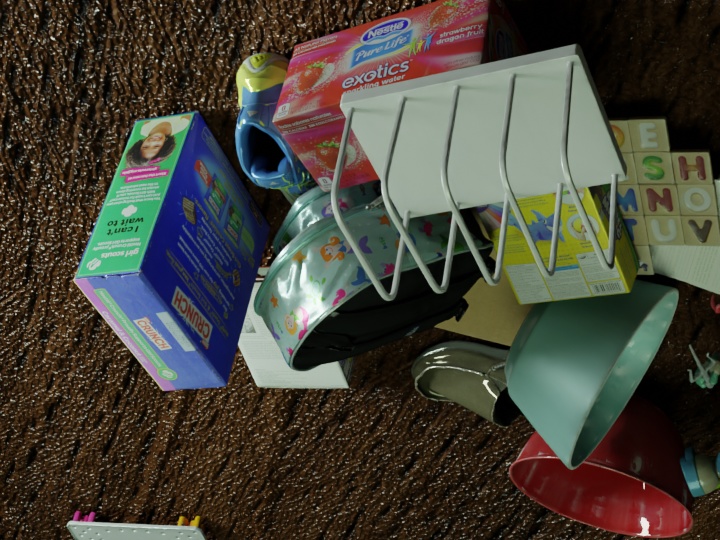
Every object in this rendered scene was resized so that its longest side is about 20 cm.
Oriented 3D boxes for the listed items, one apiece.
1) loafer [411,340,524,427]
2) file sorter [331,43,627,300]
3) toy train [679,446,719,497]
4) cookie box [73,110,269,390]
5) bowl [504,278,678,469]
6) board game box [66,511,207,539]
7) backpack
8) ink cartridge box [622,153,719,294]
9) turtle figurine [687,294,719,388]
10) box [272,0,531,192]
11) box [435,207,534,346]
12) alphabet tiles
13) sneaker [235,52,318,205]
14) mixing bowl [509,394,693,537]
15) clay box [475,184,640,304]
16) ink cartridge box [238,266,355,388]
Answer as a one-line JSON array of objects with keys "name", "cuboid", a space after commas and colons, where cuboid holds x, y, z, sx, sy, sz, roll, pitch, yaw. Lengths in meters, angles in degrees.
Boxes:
[{"name": "loafer", "cuboid": [0.139, 0.123, 1.542, 0.199, 0.070, 0.075, -1, 140, 31]}, {"name": "file sorter", "cuboid": [0.091, -0.067, 1.140, 0.199, 0.125, 0.139, -9, 136, 24]}, {"name": "toy train", "cuboid": [0.405, 0.203, 1.524, 0.115, 0.085, 0.200, -17, 166, 18]}, {"name": "cookie box", "cuboid": [-0.170, -0.017, 1.366, 0.075, 0.201, 0.172, -8, 137, 23]}, {"name": "bowl", "cuboid": [0.213, 0.079, 1.409, 0.105, 0.201, 0.202, 32, 145, 19]}, {"name": "board game box", "cuboid": [-0.285, 0.401, 2.039, 0.198, 0.026, 0.201, 0, 139, 16]}, {"name": "backpack", "cuboid": [0.000, 0.000, 1.325, 0.151, 0.199, 0.178, 54, 147, 14]}, {"name": "ink cartridge box", "cuboid": [0.314, -0.045, 1.324, 0.199, 0.048, 0.146, 20, 142, 14]}, {"name": "turtle figurine", "cuboid": [0.409, 0.079, 1.404, 0.149, 0.101, 0.199, -1, 160, 43]}, {"name": "box", "cuboid": [0.038, -0.151, 1.229, 0.199, 0.100, 0.096, -12, 135, 27]}, {"name": "box", "cuboid": [0.117, -0.004, 1.445, 0.162, 0.021, 0.201, 14, 141, -2]}, {"name": "alphabet tiles", "cuboid": [0.220, -0.064, 1.308, 0.199, 0.008, 0.168, 2, 128, 27]}, {"name": "sneaker", "cuboid": [-0.072, -0.095, 1.322, 0.075, 0.106, 0.201, -5, 137, 21]}, {"name": "mixing bowl", "cuboid": [0.269, 0.195, 1.557, 0.199, 0.109, 0.200, 17, 157, 8]}, {"name": "clay box", "cuboid": [0.162, -0.065, 1.298, 0.114, 0.048, 0.201, -7, 122, 32]}, {"name": "ink cartridge box", "cuboid": [-0.081, 0.047, 1.540, 0.108, 0.051, 0.201, -1, 138, 17]}]
